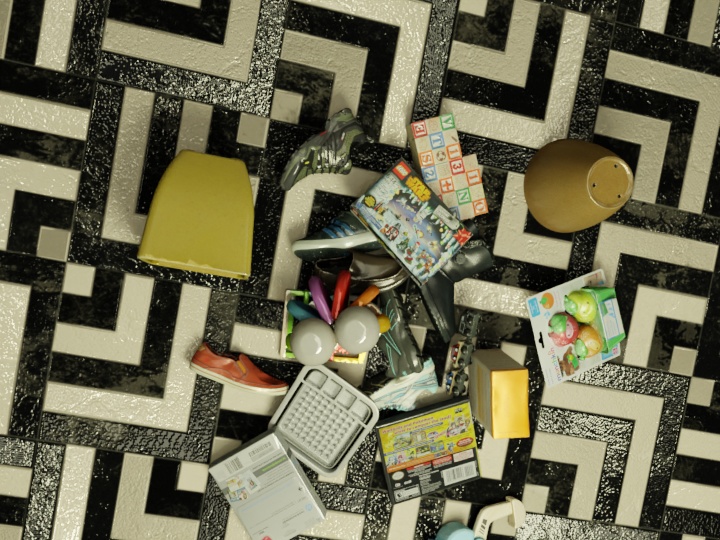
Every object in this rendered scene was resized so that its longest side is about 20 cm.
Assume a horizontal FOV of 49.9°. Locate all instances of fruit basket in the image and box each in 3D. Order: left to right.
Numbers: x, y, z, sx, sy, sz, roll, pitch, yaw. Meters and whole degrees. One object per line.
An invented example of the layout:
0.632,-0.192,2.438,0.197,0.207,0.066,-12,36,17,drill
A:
0.433,0.114,1.544,0.197,0.093,0.190,-18,97,-27,fruit basket

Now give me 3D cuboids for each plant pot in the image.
-0.279,-0.101,1.387,0.189,0.195,0.205,9,87,-9,plant pot
0.433,-0.166,1.483,0.182,0.200,0.191,-1,94,-8,plant pot

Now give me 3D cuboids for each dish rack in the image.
-0.069,0.281,1.481,0.170,0.044,0.202,34,112,1,dish rack

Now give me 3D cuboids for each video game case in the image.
0.137,0.360,1.547,0.195,0.026,0.185,-15,109,-7,video game case

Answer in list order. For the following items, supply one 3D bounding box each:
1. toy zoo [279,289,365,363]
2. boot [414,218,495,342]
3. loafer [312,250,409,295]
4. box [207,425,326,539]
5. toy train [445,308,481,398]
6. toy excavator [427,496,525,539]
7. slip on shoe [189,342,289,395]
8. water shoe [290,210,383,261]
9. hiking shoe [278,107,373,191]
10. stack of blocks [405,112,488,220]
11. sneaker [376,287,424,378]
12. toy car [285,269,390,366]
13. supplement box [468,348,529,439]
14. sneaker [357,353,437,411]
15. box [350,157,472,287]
-0.056,0.111,1.518,0.195,0.020,0.135,6,93,-9,toy zoo
0.194,0.018,1.521,0.165,0.076,0.204,-24,91,-2,boot
0.000,0.000,1.468,0.195,0.074,0.072,-11,138,3,loafer
-0.178,0.426,1.497,0.154,0.041,0.203,-30,97,9,box
0.198,0.165,1.521,0.034,0.045,0.204,-16,125,-39,toy train
0.227,0.544,1.565,0.191,0.100,0.204,19,83,-11,toy excavator
-0.226,0.191,1.475,0.196,0.074,0.062,21,88,-5,slip on shoe
-0.040,-0.071,1.494,0.195,0.072,0.081,-8,68,-7,water shoe
-0.066,-0.211,1.464,0.200,0.076,0.101,-45,96,-4,hiking shoe
0.168,-0.198,1.509,0.113,0.059,0.205,-15,96,-7,stack of blocks
0.058,0.109,1.494,0.078,0.075,0.204,-22,72,14,sneaker
-0.050,0.080,1.410,0.195,0.175,0.153,-15,91,5,toy car
0.263,0.232,1.486,0.072,0.200,0.129,-3,96,-5,supplement box
0.067,0.247,1.521,0.197,0.078,0.088,-26,101,-6,sneaker
0.095,-0.090,1.447,0.137,0.040,0.200,-43,85,-10,box
